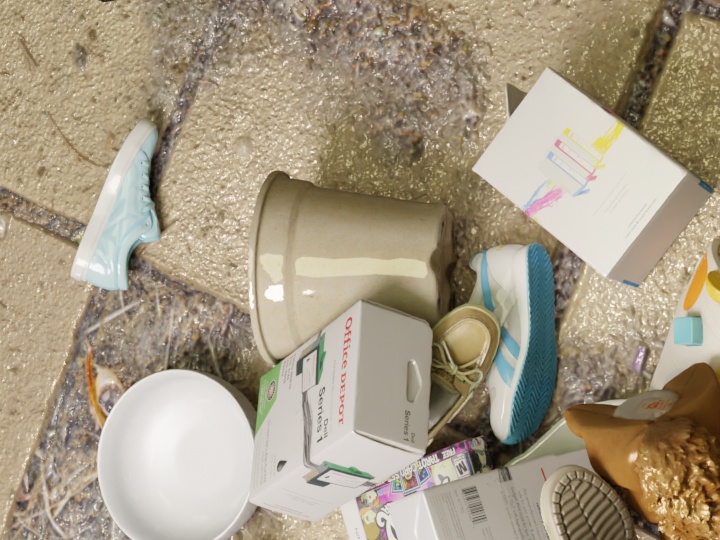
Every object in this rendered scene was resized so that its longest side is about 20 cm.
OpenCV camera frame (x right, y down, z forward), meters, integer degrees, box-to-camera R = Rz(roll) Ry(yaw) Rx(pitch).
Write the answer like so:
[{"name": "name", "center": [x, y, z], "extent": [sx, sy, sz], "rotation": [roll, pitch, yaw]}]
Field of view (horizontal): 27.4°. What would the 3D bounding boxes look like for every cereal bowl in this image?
[{"name": "cereal bowl", "center": [-0.184, 0.207, 1.616], "extent": [0.199, 0.083, 0.201], "rotation": [-2, 85, 23]}]

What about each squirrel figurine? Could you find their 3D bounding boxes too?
[{"name": "squirrel figurine", "center": [0.290, 0.208, 1.309], "extent": [0.141, 0.200, 0.188], "rotation": [-21, 105, -1]}]

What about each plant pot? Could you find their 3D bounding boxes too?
[{"name": "plant pot", "center": [0.000, 0.000, 1.509], "extent": [0.182, 0.200, 0.202], "rotation": [2, 86, 13]}]

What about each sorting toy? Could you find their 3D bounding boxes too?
[{"name": "sorting toy", "center": [0.355, 0.104, 1.393], "extent": [0.200, 0.107, 0.181], "rotation": [38, 120, 22]}]

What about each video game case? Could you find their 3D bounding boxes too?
[{"name": "video game case", "center": [0.073, 0.281, 1.483], "extent": [0.200, 0.036, 0.182], "rotation": [-28, 73, 42]}]

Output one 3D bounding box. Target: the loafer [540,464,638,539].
[{"name": "loafer", "center": [0.213, 0.256, 1.321], "extent": [0.076, 0.068, 0.201], "rotation": [-37, 108, -18]}]

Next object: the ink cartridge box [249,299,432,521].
[{"name": "ink cartridge box", "center": [-0.021, 0.137, 1.430], "extent": [0.200, 0.084, 0.147], "rotation": [-40, 38, 47]}]

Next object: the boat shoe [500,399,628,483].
[{"name": "boat shoe", "center": [0.210, 0.192, 1.457], "extent": [0.200, 0.062, 0.073], "rotation": [-34, 56, 16]}]

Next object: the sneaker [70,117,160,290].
[{"name": "sneaker", "center": [-0.259, -0.071, 1.694], "extent": [0.082, 0.074, 0.201], "rotation": [22, 89, -6]}]

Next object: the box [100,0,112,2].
[{"name": "box", "center": [-0.230, -0.425, 1.714], "extent": [0.192, 0.047, 0.201], "rotation": [-4, 83, 21]}]

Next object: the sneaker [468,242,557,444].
[{"name": "sneaker", "center": [0.148, 0.074, 1.492], "extent": [0.080, 0.076, 0.201], "rotation": [-3, 80, 35]}]

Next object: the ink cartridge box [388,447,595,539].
[{"name": "ink cartridge box", "center": [0.138, 0.243, 1.372], "extent": [0.068, 0.199, 0.117], "rotation": [-36, 68, 55]}]

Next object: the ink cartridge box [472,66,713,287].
[{"name": "ink cartridge box", "center": [0.217, -0.096, 1.440], "extent": [0.200, 0.128, 0.125], "rotation": [41, 102, 22]}]

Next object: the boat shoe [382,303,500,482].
[{"name": "boat shoe", "center": [0.068, 0.122, 1.443], "extent": [0.073, 0.063, 0.201], "rotation": [37, 107, -6]}]
